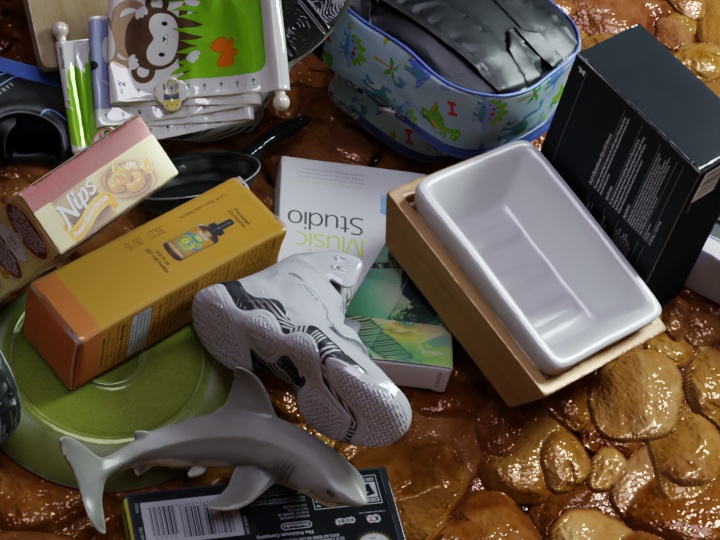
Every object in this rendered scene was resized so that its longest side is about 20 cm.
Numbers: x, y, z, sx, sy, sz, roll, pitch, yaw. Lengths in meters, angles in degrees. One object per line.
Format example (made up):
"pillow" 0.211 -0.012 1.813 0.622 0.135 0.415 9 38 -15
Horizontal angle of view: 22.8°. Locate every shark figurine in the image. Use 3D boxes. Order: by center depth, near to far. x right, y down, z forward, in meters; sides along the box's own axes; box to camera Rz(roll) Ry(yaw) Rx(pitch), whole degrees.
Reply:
"shark figurine" -0.106 0.113 1.261 0.212 0.090 0.128 1 26 -11

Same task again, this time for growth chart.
"growth chart" -0.150 -0.170 1.424 0.198 0.018 0.146 -16 86 5

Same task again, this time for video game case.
"video game case" -0.056 0.228 1.243 0.198 0.026 0.182 -4 53 -17

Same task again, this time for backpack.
"backpack" 0.079 -0.183 1.526 0.200 0.148 0.183 39 52 23

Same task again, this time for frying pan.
"frying pan" -0.123 -0.085 1.468 0.114 0.031 0.190 2 22 21

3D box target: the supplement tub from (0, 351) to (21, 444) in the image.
"supplement tub" -0.338 0.115 1.204 0.122 0.123 0.200 39 53 18

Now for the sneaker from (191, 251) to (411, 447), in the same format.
"sneaker" -0.019 0.047 1.299 0.199 0.076 0.115 29 44 32

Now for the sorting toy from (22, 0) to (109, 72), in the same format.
"sorting toy" -0.200 -0.274 1.503 0.197 0.070 0.202 -12 87 -22

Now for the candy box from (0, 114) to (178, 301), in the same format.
"candy box" -0.226 -0.035 1.301 0.115 0.200 0.056 -39 97 -34

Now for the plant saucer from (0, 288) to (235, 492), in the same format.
"plant saucer" -0.190 0.071 1.334 0.198 0.031 0.201 6 51 -8

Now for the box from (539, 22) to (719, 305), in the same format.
"box" 0.216 -0.073 1.434 0.079 0.201 0.141 -30 64 -31

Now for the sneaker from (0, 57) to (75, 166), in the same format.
"sneaker" -0.319 -0.133 1.443 0.198 0.070 0.078 9 43 -7

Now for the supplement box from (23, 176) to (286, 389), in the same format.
"supplement box" -0.151 0.007 1.334 0.199 0.069 0.067 -31 64 -30

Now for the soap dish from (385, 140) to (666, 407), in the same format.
"soap dish" 0.125 0.003 1.401 0.157 0.081 0.200 -23 69 -41

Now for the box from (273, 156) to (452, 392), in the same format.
"box" 0.000 0.000 1.433 0.143 0.036 0.201 6 52 -8

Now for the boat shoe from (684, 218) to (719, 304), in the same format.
"boat shoe" 0.350 0.015 1.488 0.199 0.070 0.066 29 52 20

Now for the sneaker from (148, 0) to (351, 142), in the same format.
"sneaker" -0.084 -0.180 1.483 0.200 0.115 0.076 -39 83 5
